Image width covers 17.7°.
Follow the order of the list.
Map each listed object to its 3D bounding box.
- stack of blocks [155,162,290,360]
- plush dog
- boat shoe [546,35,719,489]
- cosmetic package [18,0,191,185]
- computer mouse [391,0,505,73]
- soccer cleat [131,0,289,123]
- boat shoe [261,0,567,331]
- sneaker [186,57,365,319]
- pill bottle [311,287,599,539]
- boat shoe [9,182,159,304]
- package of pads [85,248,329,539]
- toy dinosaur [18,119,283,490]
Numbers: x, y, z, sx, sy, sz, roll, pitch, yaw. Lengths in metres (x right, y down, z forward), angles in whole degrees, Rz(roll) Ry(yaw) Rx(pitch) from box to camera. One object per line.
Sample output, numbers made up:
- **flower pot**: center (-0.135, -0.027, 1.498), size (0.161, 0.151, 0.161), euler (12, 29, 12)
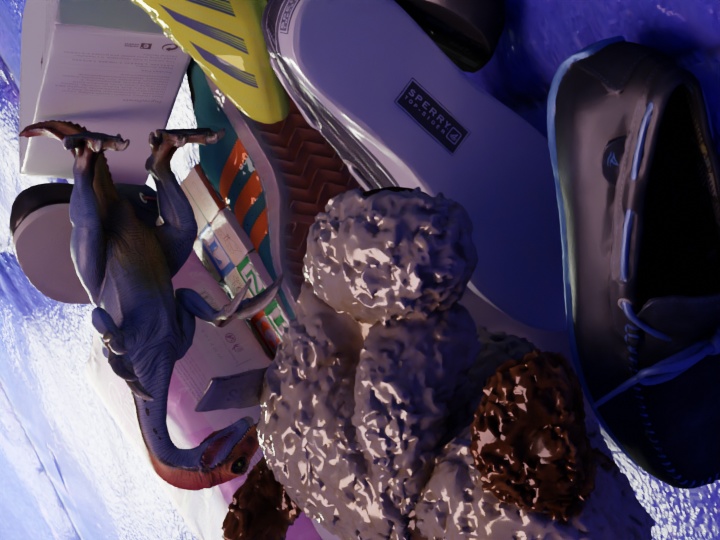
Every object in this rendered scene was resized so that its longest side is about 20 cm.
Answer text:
- **stack of blocks**: center (-0.034, 0.028, 1.328), size (0.201, 0.058, 0.115), euler (59, 158, 4)
- **plush dog**: center (0.044, 0.085, 0.950), size (0.171, 0.161, 0.200), euler (28, 162, 38)
- **boat shoe**: center (0.122, 0.007, 0.940), size (0.069, 0.084, 0.201), euler (19, 136, 54)
- **cosmetic package**: center (-0.143, -0.136, 1.284), size (0.200, 0.081, 0.113), euler (123, 148, -63)
- **computer mouse**: center (0.023, -0.111, 1.080), size (0.058, 0.034, 0.200), euler (27, 166, -11)
- **soccer cleat**: center (-0.099, -0.152, 1.108), size (0.201, 0.083, 0.065), euler (61, 179, -19)
- **boat shoe**: center (0.030, -0.051, 1.038), size (0.200, 0.072, 0.068), euler (43, 169, -19)
- **sneaker**: center (-0.039, -0.045, 1.246), size (0.080, 0.071, 0.201), euler (-15, 96, 68)
- **pill bottle**: center (0.038, 0.089, 1.174), size (0.115, 0.114, 0.200), euler (57, 157, 9)
- **boat shoe**: center (-0.153, -0.020, 1.406), size (0.201, 0.074, 0.063), euler (20, -143, -60)
- **package of pads**: center (-0.077, 0.097, 1.328), size (0.200, 0.075, 0.121), euler (54, 154, 16)
- **toy dinosaur**: center (-0.103, 0.018, 1.208), size (0.200, 0.104, 0.183), euler (-158, 65, -66)
